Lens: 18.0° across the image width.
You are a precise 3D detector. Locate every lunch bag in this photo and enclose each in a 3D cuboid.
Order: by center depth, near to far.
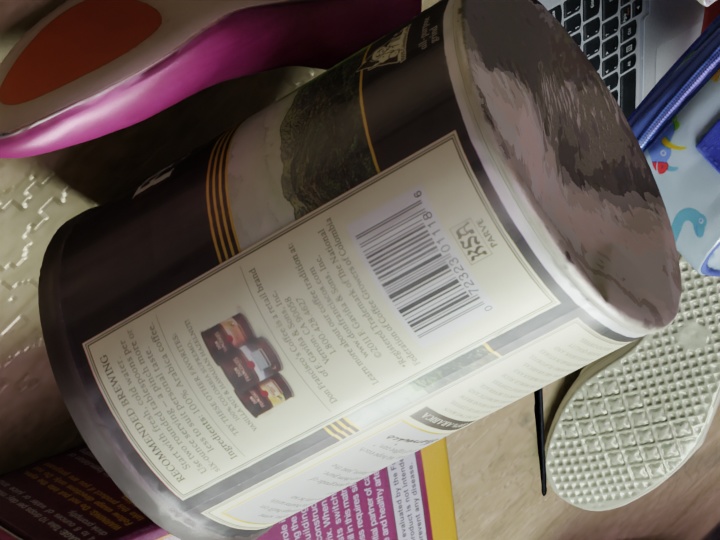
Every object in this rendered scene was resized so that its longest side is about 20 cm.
[{"bbox_3d":[0.200,-0.090,0.964,0.200,0.082,0.161,-48,167,18],"label":"lunch bag"}]

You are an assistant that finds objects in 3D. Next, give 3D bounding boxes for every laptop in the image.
[{"bbox_3d":[0.125,-0.037,1.040,0.199,0.116,0.188,-30,143,-20],"label":"laptop"}]

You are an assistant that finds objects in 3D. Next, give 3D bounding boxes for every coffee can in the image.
[{"bbox_3d":[0.000,0.000,0.862,0.199,0.147,0.146,-29,151,24],"label":"coffee can"}]

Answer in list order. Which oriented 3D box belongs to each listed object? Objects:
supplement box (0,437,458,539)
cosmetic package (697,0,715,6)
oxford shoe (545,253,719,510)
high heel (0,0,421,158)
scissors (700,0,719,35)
[{"bbox_3d":[-0.062,0.136,1.002,0.199,0.103,0.132,-19,113,-32],"label":"supplement box"},{"bbox_3d":[0.076,-0.191,0.762,0.073,0.200,0.104,-33,144,-15],"label":"cosmetic package"},{"bbox_3d":[0.165,0.046,1.212,0.201,0.075,0.058,-61,178,24],"label":"oxford shoe"},{"bbox_3d":[-0.054,-0.072,0.862,0.200,0.067,0.096,-32,132,-23],"label":"high heel"},{"bbox_3d":[0.159,-0.096,1.055,0.073,0.014,0.201,-11,121,-64],"label":"scissors"}]
